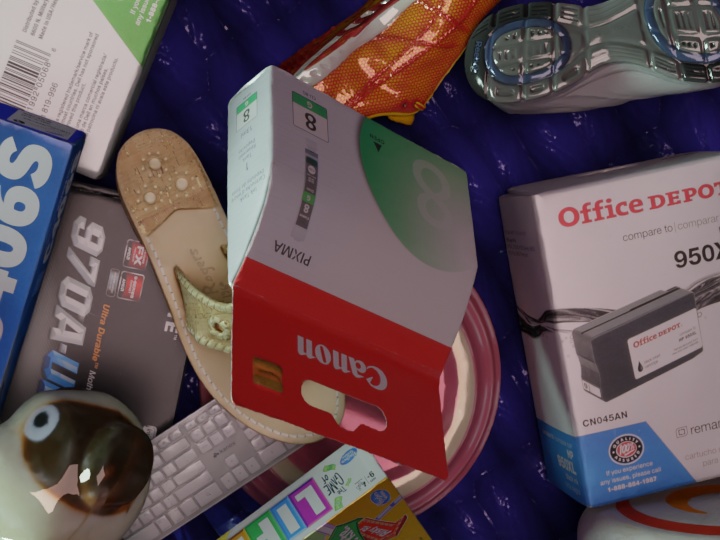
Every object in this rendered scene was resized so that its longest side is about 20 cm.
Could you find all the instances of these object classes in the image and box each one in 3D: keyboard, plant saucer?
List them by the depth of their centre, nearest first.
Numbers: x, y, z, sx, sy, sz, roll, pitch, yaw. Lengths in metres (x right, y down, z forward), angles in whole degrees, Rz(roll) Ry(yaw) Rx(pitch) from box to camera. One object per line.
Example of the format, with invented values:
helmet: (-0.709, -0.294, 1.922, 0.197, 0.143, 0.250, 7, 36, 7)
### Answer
keyboard: (-0.124, 0.133, 0.756, 0.199, 0.011, 0.057, -33, 100, -2)
plant saucer: (-0.004, 0.071, 0.798, 0.198, 0.051, 0.203, 0, 93, -9)

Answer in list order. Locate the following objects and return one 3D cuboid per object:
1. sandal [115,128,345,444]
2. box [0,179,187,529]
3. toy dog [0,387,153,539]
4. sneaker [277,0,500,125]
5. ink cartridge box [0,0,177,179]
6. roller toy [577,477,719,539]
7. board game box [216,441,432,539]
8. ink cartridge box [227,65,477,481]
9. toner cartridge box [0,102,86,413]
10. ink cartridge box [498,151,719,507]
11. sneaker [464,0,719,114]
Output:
sandal: (-0.077, 0.010, 0.716, 0.077, 0.070, 0.213, -31, 90, -13)
box: (-0.185, 0.045, 0.770, 0.158, 0.046, 0.202, 13, 93, -9)
toy dog: (-0.162, 0.166, 0.685, 0.192, 0.139, 0.202, -3, 103, -22)
sneaker: (0.031, -0.141, 0.789, 0.199, 0.073, 0.077, -35, 113, 2)
ink cartridge box: (-0.219, -0.158, 0.734, 0.199, 0.083, 0.148, 23, 91, -10)
roller toy: (0.228, 0.212, 0.776, 0.181, 0.200, 0.141, -3, 95, 5)
board game box: (-0.016, 0.193, 0.747, 0.134, 0.034, 0.200, -36, 142, -4)
ink cartridge box: (0.000, 0.000, 0.702, 0.160, 0.201, 0.050, 25, 135, -35)
toner cartridge box: (-0.230, 0.004, 0.699, 0.094, 0.043, 0.202, 18, 102, -6)
ink cartridge box: (0.182, 0.033, 0.805, 0.143, 0.084, 0.202, -12, 95, -8)
sneaker: (0.166, -0.138, 0.774, 0.198, 0.087, 0.075, -4, 82, 12)
